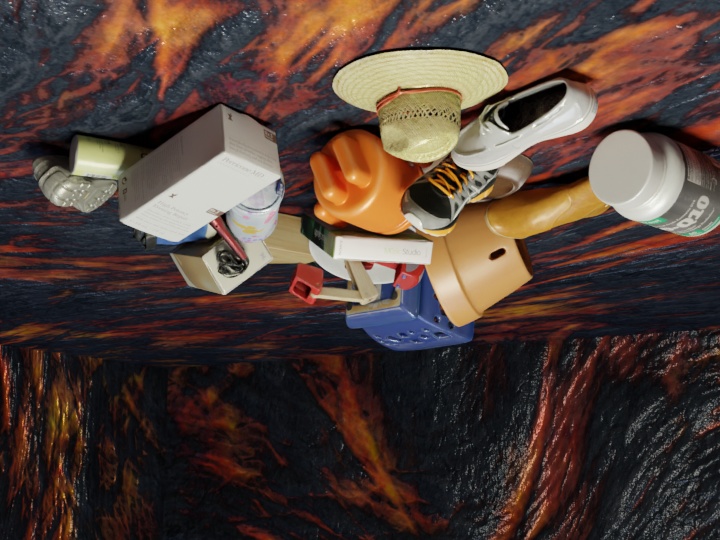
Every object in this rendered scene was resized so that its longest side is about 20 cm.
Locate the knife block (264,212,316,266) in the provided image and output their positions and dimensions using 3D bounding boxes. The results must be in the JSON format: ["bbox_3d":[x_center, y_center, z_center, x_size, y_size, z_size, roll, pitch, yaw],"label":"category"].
[{"bbox_3d":[-0.094,-0.054,1.713,0.171,0.066,0.200,-2,168,5],"label":"knife block"}]

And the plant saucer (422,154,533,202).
[{"bbox_3d":[0.150,-0.131,1.425,0.195,0.033,0.200,1,168,0],"label":"plant saucer"}]

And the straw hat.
[{"bbox_3d":[0.066,-0.168,1.098,0.196,0.087,0.201,-1,169,0],"label":"straw hat"}]

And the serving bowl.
[{"bbox_3d":[0.015,-0.059,1.617,0.195,0.067,0.202,4,146,3],"label":"serving bowl"}]

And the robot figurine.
[{"bbox_3d":[0.017,-0.113,1.292,0.115,0.146,0.199,25,-176,32],"label":"robot figurine"}]

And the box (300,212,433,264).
[{"bbox_3d":[0.004,-0.047,1.410,0.141,0.037,0.200,3,-170,-17],"label":"box"}]

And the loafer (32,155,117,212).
[{"bbox_3d":[-0.392,-0.126,1.370,0.070,0.070,0.200,-42,177,1],"label":"loafer"}]

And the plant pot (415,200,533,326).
[{"bbox_3d":[0.185,-0.030,1.564,0.138,0.204,0.200,-20,163,15],"label":"plant pot"}]

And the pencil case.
[{"bbox_3d":[-0.153,-0.102,1.413,0.081,0.093,0.200,10,167,-6],"label":"pencil case"}]

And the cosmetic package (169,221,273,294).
[{"bbox_3d":[-0.229,-0.024,1.607,0.105,0.072,0.199,-37,-163,-21],"label":"cosmetic package"}]

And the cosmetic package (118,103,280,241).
[{"bbox_3d":[-0.204,-0.117,1.239,0.198,0.076,0.101,-26,151,33],"label":"cosmetic package"}]

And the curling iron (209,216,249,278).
[{"bbox_3d":[-0.221,-0.067,1.456,0.025,0.049,0.202,28,151,52],"label":"curling iron"}]

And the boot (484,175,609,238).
[{"bbox_3d":[0.293,-0.106,1.450,0.197,0.072,0.144,-8,167,-28],"label":"boot"}]

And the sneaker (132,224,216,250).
[{"bbox_3d":[-0.299,-0.077,1.553,0.109,0.079,0.199,-5,179,-29],"label":"sneaker"}]

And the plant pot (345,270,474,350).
[{"bbox_3d":[0.082,0.025,1.783,0.198,0.205,0.178,-10,160,43],"label":"plant pot"}]

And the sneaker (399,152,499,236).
[{"bbox_3d":[0.117,-0.114,1.246,0.200,0.078,0.078,-42,166,-44],"label":"sneaker"}]

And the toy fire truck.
[{"bbox_3d":[0.000,0.000,1.513,0.196,0.143,0.049,19,147,-8],"label":"toy fire truck"}]

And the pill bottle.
[{"bbox_3d":[0.391,-0.115,1.296,0.197,0.116,0.112,10,165,-42],"label":"pill bottle"}]

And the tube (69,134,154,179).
[{"bbox_3d":[-0.284,-0.142,1.316,0.196,0.059,0.052,6,156,-29],"label":"tube"}]

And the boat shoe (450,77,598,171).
[{"bbox_3d":[0.174,-0.169,1.140,0.198,0.074,0.068,-10,159,44],"label":"boat shoe"}]
